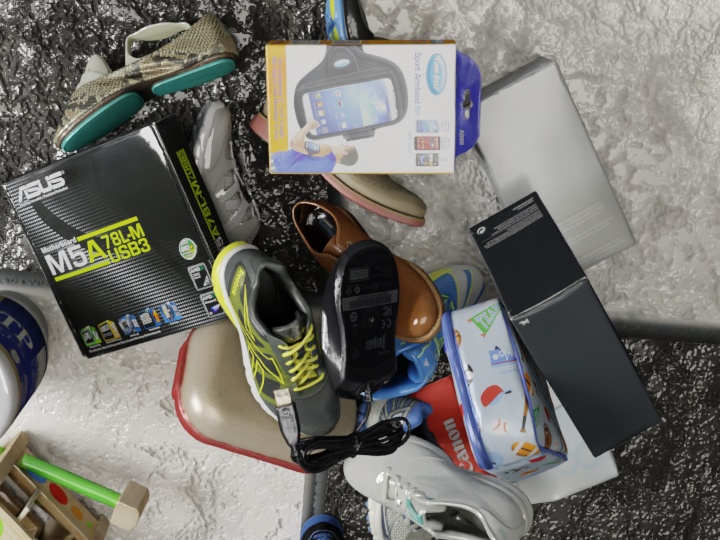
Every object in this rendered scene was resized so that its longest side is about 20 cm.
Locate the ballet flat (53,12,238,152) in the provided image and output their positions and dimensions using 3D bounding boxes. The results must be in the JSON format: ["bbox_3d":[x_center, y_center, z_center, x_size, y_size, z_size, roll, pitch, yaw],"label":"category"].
[{"bbox_3d":[-0.215,-0.189,1.131,0.198,0.068,0.076,-28,81,-2],"label":"ballet flat"}]

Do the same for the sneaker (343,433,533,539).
[{"bbox_3d":[0.061,0.215,1.119,0.198,0.088,0.076,14,109,26],"label":"sneaker"}]

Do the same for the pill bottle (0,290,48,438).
[{"bbox_3d":[-0.361,0.086,1.108,0.118,0.200,0.121,-1,103,-3],"label":"pill bottle"}]

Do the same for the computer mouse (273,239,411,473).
[{"bbox_3d":[-0.026,0.077,1.041,0.139,0.046,0.203,-14,106,-35],"label":"computer mouse"}]

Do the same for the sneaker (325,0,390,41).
[{"bbox_3d":[0.032,-0.191,1.136,0.082,0.071,0.201,-35,106,-1],"label":"sneaker"}]

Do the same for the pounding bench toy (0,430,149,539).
[{"bbox_3d":[-0.332,0.240,1.183,0.199,0.124,0.156,-39,101,6],"label":"pounding bench toy"}]

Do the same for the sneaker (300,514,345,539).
[{"bbox_3d":[-0.036,0.367,1.249,0.069,0.078,0.203,-7,103,-1],"label":"sneaker"}]

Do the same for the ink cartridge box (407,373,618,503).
[{"bbox_3d":[0.151,0.174,1.230,0.198,0.047,0.162,-23,102,1],"label":"ink cartridge box"}]

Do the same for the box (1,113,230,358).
[{"bbox_3d":[-0.225,-0.028,1.130,0.198,0.048,0.195,-15,107,27],"label":"box"}]

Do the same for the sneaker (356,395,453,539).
[{"bbox_3d":[0.054,0.221,1.205,0.084,0.077,0.203,-2,108,32],"label":"sneaker"}]

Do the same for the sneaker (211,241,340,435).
[{"bbox_3d":[-0.071,0.070,1.067,0.074,0.084,0.202,-34,108,-20],"label":"sneaker"}]

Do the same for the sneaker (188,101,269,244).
[{"bbox_3d":[-0.131,-0.068,1.158,0.081,0.075,0.203,-1,114,-9],"label":"sneaker"}]

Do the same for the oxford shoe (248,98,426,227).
[{"bbox_3d":[-0.009,-0.115,1.147,0.199,0.070,0.075,33,97,-9],"label":"oxford shoe"}]

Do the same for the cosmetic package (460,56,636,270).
[{"bbox_3d":[0.180,-0.097,1.153,0.106,0.090,0.202,-24,100,5],"label":"cosmetic package"}]

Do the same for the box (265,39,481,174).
[{"bbox_3d":[0.013,-0.151,1.082,0.197,0.042,0.121,0,106,5],"label":"box"}]

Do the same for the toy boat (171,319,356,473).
[{"bbox_3d":[-0.105,0.135,1.180,0.198,0.130,0.132,22,58,-24],"label":"toy boat"}]

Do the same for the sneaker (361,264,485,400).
[{"bbox_3d":[0.062,0.070,1.148,0.199,0.105,0.076,-33,121,-18],"label":"sneaker"}]

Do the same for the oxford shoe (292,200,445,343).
[{"bbox_3d":[0.000,0.000,1.112,0.200,0.071,0.072,40,98,34],"label":"oxford shoe"}]

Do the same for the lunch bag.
[{"bbox_3d":[0.134,0.110,1.097,0.075,0.200,0.162,-19,72,11],"label":"lunch bag"}]

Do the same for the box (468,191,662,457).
[{"bbox_3d":[0.188,0.050,1.076,0.078,0.142,0.201,-28,126,10],"label":"box"}]
